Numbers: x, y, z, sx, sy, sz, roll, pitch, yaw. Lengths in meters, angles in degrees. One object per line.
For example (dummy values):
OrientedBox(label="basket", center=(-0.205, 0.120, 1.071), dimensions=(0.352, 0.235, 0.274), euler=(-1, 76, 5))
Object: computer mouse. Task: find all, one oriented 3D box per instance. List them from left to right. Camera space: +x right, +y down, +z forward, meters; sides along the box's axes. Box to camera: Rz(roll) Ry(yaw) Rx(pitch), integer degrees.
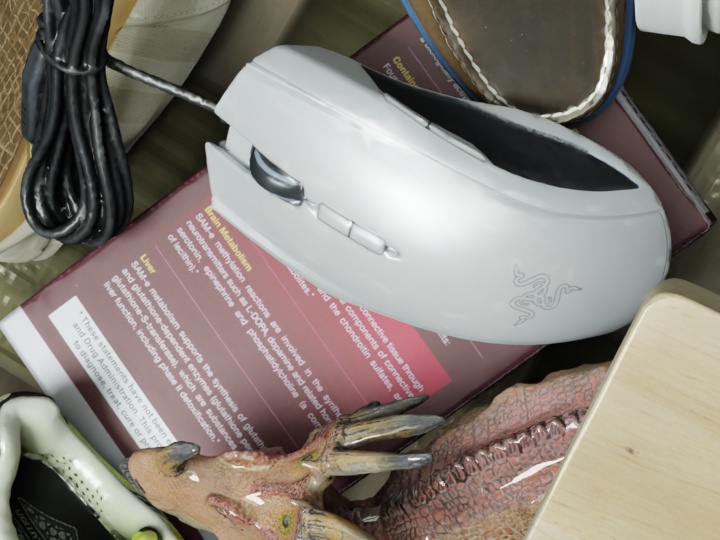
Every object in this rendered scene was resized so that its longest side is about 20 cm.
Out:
OrientedBox(label="computer mouse", center=(-0.009, -0.027, 0.713), dimensions=(0.200, 0.044, 0.110), euler=(20, 125, 7))

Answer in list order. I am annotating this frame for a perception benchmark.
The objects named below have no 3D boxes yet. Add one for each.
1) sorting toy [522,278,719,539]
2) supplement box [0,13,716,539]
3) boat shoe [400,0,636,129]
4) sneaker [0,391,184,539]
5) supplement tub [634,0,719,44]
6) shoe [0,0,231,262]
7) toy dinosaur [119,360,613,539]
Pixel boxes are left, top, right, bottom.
OrientedBox(label="sorting toy", center=(0.126, 0.124, 0.643), dimensions=(0.200, 0.070, 0.199), euler=(26, 108, 4))
OrientedBox(label="supplement box", center=(0.000, 0.000, 0.782), dimensions=(0.200, 0.061, 0.109), euler=(-35, 86, 10))
OrientedBox(label="boat shoe", center=(0.026, -0.123, 0.684), dimensions=(0.072, 0.072, 0.200), euler=(-18, 109, 8))
OrientedBox(label="sneaker", center=(-0.065, 0.122, 0.732), dimensions=(0.075, 0.076, 0.200), euler=(-35, 73, -33))
OrientedBox(label="supplement tub", center=(0.185, -0.118, 0.702), dimensions=(0.200, 0.145, 0.145), euler=(7, 93, 9))
OrientedBox(label="shoe", center=(-0.079, -0.091, 0.803), dimensions=(0.070, 0.053, 0.200), euler=(32, 93, 40))
OrientedBox(label="toy dinosaur", center=(0.046, 0.060, 0.706), dimensions=(0.200, 0.136, 0.086), euler=(-30, 49, 11))
